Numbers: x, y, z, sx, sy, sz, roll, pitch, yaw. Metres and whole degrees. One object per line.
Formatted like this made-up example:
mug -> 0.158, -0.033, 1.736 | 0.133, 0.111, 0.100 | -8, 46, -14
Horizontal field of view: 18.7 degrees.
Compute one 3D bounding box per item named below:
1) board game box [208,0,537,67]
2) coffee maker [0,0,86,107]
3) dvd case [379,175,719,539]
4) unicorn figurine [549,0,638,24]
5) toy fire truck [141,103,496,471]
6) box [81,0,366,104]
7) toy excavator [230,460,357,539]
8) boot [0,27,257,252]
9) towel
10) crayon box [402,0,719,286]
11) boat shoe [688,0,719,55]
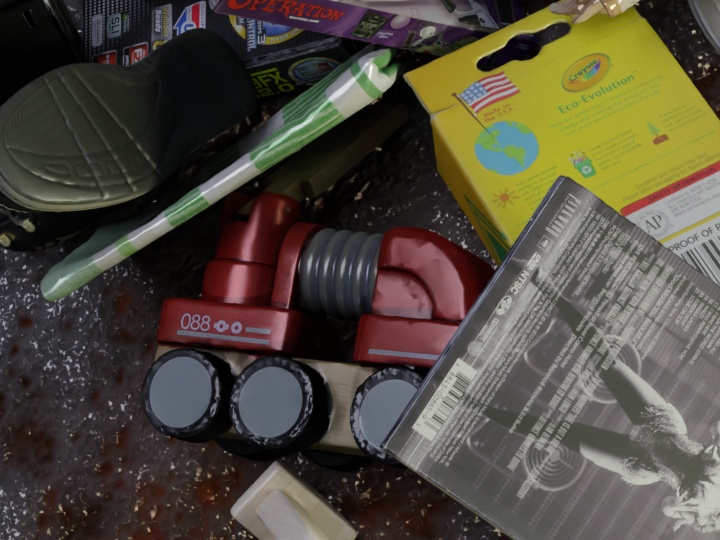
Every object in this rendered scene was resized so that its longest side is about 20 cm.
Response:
board game box -> -0.006, -0.170, 1.129 | 0.032, 0.200, 0.120 | -49, 51, 36
coffee maker -> -0.252, -0.107, 1.175 | 0.200, 0.135, 0.192 | -27, 82, -3
dvd case -> 0.130, 0.074, 0.993 | 0.200, 0.016, 0.149 | 35, 84, -9
unicorn figurine -> 0.179, -0.171, 1.029 | 0.200, 0.137, 0.074 | 1, 110, 57
toy fire truck -> 0.000, 0.000, 1.106 | 0.176, 0.129, 0.201 | 5, 81, 25
box -> -0.080, -0.188, 1.251 | 0.160, 0.044, 0.201 | -11, 65, 20
toy excavator -> 0.018, 0.170, 1.015 | 0.200, 0.194, 0.100 | 45, 91, 3
boot -> -0.158, -0.049, 1.135 | 0.154, 0.203, 0.074 | -31, 91, 36
towel -> -0.066, -0.055, 1.126 | 0.200, 0.153, 0.023 | -32, 96, 10
crayon box -> 0.121, -0.040, 1.076 | 0.127, 0.051, 0.200 | -25, 59, -8
boat shoe -> 0.219, -0.109, 1.060 | 0.075, 0.086, 0.202 | -36, 59, 6
